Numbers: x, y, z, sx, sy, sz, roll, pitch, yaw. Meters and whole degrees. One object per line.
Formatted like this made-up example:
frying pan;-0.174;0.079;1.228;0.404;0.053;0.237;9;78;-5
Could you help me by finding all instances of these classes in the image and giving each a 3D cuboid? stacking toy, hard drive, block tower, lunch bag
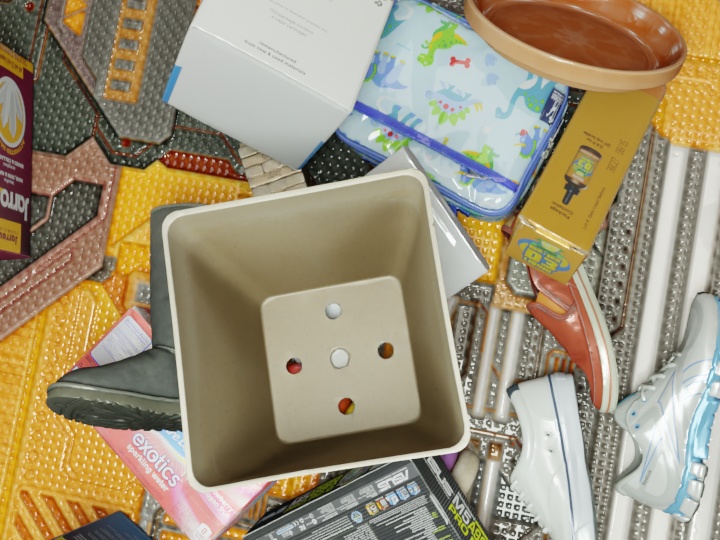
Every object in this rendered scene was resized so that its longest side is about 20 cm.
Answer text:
stacking toy;0.006;0.148;0.847;0.199;0.085;0.086;34;89;5
hard drive;0.000;0.000;0.859;0.199;0.026;0.133;-35;90;19
block tower;-0.091;-0.130;0.903;0.057;0.054;0.203;-18;84;5
lunch bag;0.083;-0.145;0.873;0.198;0.082;0.162;30;92;9

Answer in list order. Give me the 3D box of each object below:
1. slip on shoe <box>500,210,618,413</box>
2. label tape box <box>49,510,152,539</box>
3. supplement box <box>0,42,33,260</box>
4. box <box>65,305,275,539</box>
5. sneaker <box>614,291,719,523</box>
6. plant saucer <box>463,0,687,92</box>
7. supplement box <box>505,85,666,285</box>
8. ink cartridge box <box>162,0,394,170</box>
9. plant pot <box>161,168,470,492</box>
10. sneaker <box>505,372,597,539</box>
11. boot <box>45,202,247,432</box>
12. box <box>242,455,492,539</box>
slip on shoe;0.182;0.034;0.850;0.060;0.074;0.202;-21;77;5
label tape box;-0.207;0.289;0.804;0.143;0.200;0.066;39;91;8
supplement box;-0.377;-0.115;0.904;0.084;0.110;0.203;-1;85;6
box;-0.165;0.140;0.866;0.103;0.095;0.200;-45;82;1
sneaker;0.272;0.114;0.834;0.085;0.075;0.203;12;86;13
plant saucer;0.186;-0.210;0.830;0.198;0.201;0.033;20;129;7
supplement box;0.198;-0.090;0.825;0.066;0.069;0.201;29;63;7
ink cartridge box;-0.060;-0.225;0.820;0.143;0.147;0.202;25;68;-13
plant pot;-0.027;0.057;0.744;0.197;0.177;0.203;-10;77;4
sneaker;0.171;0.195;0.843;0.070;0.073;0.203;-9;75;14
boot;-0.171;0.033;0.803;0.180;0.072;0.203;11;64;-32
box;0.015;0.252;0.810;0.199;0.044;0.161;-33;91;29
